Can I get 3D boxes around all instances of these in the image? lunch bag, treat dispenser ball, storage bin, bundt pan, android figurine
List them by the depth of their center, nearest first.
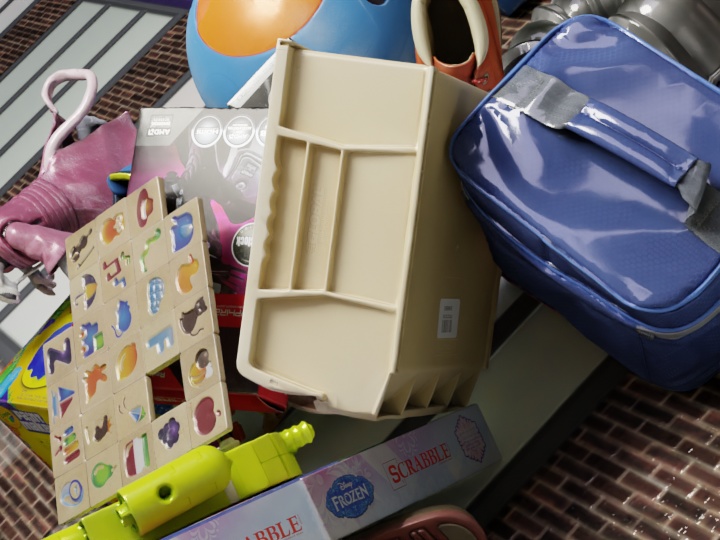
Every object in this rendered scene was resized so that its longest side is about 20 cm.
[{"bbox_3d":[0.154,-0.037,1.132,0.200,0.132,0.136,37,80,30],"label":"lunch bag"},{"bbox_3d":[0.016,-0.019,1.198,0.093,0.199,0.200,8,1,18],"label":"storage bin"},{"bbox_3d":[-0.120,0.147,1.283,0.200,0.041,0.182,-25,-6,-16],"label":"android figurine"},{"bbox_3d":[0.178,-0.160,1.471,0.202,0.076,0.202,-34,24,17],"label":"bundt pan"},{"bbox_3d":[-0.046,-0.194,1.730,0.201,0.201,0.201,-34,24,18],"label":"treat dispenser ball"}]

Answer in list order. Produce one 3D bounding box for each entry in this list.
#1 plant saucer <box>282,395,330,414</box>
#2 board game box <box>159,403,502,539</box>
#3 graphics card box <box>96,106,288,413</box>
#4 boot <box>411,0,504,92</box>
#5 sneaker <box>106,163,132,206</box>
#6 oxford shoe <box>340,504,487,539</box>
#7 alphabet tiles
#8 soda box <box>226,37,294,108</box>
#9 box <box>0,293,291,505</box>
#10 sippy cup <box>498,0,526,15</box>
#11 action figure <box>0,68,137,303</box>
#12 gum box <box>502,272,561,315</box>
[{"bbox_3d":[0.000,0.000,1.361,0.200,0.034,0.201,-13,67,34],"label":"plant saucer"},{"bbox_3d":[-0.046,0.148,1.201,0.200,0.041,0.199,-27,-6,31],"label":"board game box"},{"bbox_3d":[-0.099,-0.009,1.373,0.125,0.051,0.201,3,76,25],"label":"graphics card box"},{"bbox_3d":[0.069,-0.108,1.394,0.075,0.201,0.107,-10,2,8],"label":"boot"},{"bbox_3d":[-0.136,-0.067,1.503,0.066,0.078,0.200,-27,24,33],"label":"sneaker"},{"bbox_3d":[-0.011,0.178,1.184,0.200,0.070,0.075,-31,22,24],"label":"oxford shoe"},{"bbox_3d":[-0.153,0.045,1.341,0.167,0.008,0.200,-31,55,35],"label":"alphabet tiles"},{"bbox_3d":[-0.039,-0.102,1.510,0.071,0.063,0.200,-47,-10,-4],"label":"soda box"},{"bbox_3d":[-0.146,0.070,1.526,0.193,0.122,0.200,-51,24,-22],"label":"box"},{"bbox_3d":[0.129,-0.293,1.732,0.130,0.140,0.178,-51,-17,7],"label":"sippy cup"},{"bbox_3d":[-0.232,-0.046,1.543,0.134,0.149,0.200,0,31,49],"label":"action figure"},{"bbox_3d":[0.149,-0.032,1.299,0.113,0.066,0.200,-43,23,-4],"label":"gum box"}]
